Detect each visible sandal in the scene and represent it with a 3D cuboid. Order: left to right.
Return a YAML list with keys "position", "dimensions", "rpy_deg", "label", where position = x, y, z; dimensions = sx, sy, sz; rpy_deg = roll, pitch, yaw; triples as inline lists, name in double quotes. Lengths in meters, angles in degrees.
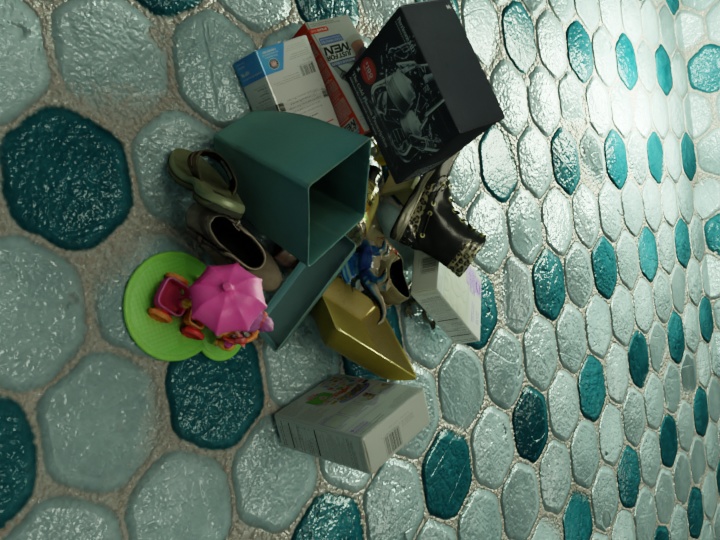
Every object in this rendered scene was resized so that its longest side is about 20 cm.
- position: [-0.196, -0.126, 0.837]
  dimensions: [0.079, 0.201, 0.058]
  rpy_deg: [12, 108, -38]
  label: "sandal"

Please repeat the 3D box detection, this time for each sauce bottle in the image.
- position: [-0.003, -0.113, 1.050]
  dimensions: [0.065, 0.064, 0.201]
  rpy_deg: [56, 30, -26]
  label: "sauce bottle"

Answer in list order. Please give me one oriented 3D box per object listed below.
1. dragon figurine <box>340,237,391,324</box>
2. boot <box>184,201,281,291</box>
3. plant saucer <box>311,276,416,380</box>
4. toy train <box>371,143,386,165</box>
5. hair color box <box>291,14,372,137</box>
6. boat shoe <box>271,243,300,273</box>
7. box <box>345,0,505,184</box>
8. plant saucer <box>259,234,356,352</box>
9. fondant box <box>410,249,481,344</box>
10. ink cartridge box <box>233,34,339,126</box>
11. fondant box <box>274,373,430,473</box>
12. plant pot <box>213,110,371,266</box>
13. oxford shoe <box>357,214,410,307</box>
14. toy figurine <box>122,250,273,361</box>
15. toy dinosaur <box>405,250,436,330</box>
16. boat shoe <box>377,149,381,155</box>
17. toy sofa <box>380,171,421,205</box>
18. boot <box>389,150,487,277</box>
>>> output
- position: [0.000, 0.000, 1.062]
  dimensions: [0.059, 0.097, 0.204]
  rpy_deg: [54, 33, -69]
  label: "dragon figurine"
- position: [-0.164, -0.023, 0.879]
  dimensions: [0.199, 0.146, 0.071]
  rpy_deg: [38, 80, -29]
  label: "boot"
- position: [-0.015, 0.088, 1.028]
  dimensions: [0.048, 0.201, 0.199]
  rpy_deg: [-45, 127, 12]
  label: "plant saucer"
- position: [0.012, -0.256, 1.145]
  dimensions: [0.197, 0.055, 0.153]
  rpy_deg: [-7, 75, -39]
  label: "toy train"
- position: [-0.023, -0.322, 1.069]
  dimensions: [0.110, 0.064, 0.202]
  rpy_deg: [-31, 92, -41]
  label: "hair color box"
- position: [-0.092, -0.098, 1.016]
  dimensions: [0.072, 0.071, 0.203]
  rpy_deg: [31, 71, -37]
  label: "boat shoe"
- position: [0.092, -0.270, 0.969]
  dimensions: [0.103, 0.182, 0.203]
  rpy_deg: [-23, 85, -33]
  label: "box"
- position: [-0.083, 0.026, 0.955]
  dimensions: [0.201, 0.070, 0.019]
  rpy_deg: [-53, 145, 4]
  label: "plant saucer"
- position: [0.168, 0.029, 1.208]
  dimensions: [0.200, 0.057, 0.147]
  rpy_deg: [47, 41, -44]
  label: "fondant box"
- position: [-0.107, -0.256, 1.014]
  dimensions: [0.115, 0.067, 0.203]
  rpy_deg: [-34, 110, -40]
  label: "ink cartridge box"
- position: [-0.014, 0.225, 0.962]
  dimensions: [0.143, 0.198, 0.059]
  rpy_deg: [-27, 110, -42]
  label: "fondant box"
- position: [-0.106, -0.139, 0.905]
  dimensions: [0.141, 0.198, 0.143]
  rpy_deg: [-42, 152, -36]
  label: "plant pot"
- position: [0.041, -0.036, 1.130]
  dimensions: [0.070, 0.074, 0.203]
  rpy_deg: [-26, 98, -44]
  label: "oxford shoe"
- position: [-0.184, 0.057, 0.833]
  dimensions: [0.199, 0.182, 0.152]
  rpy_deg: [39, 61, -36]
  label: "toy figurine"
- position: [0.122, 0.044, 1.237]
  dimensions: [0.202, 0.057, 0.102]
  rpy_deg: [62, 34, -26]
  label: "toy dinosaur"
- position: [0.097, -0.246, 1.119]
  dimensions: [0.060, 0.072, 0.202]
  rpy_deg: [42, 48, -3]
  label: "boat shoe"
- position: [0.137, -0.129, 1.232]
  dimensions: [0.200, 0.082, 0.099]
  rpy_deg: [45, 59, -32]
  label: "toy sofa"
- position: [0.161, -0.107, 1.106]
  dimensions: [0.152, 0.073, 0.206]
  rpy_deg: [32, 88, 0]
  label: "boot"
